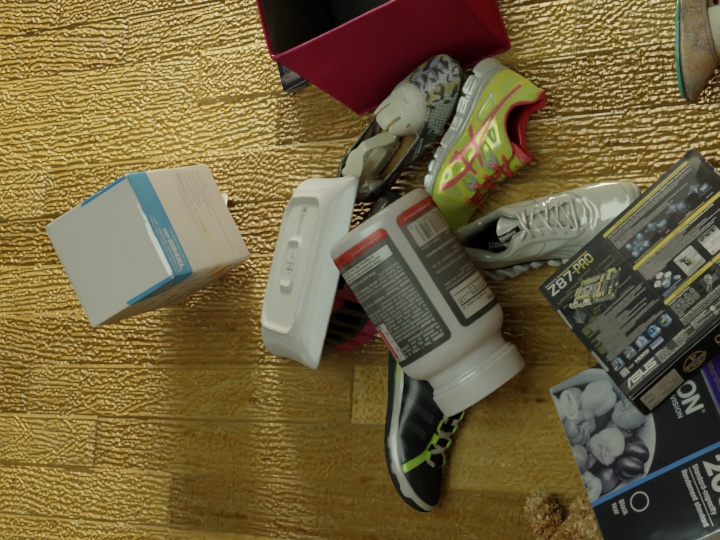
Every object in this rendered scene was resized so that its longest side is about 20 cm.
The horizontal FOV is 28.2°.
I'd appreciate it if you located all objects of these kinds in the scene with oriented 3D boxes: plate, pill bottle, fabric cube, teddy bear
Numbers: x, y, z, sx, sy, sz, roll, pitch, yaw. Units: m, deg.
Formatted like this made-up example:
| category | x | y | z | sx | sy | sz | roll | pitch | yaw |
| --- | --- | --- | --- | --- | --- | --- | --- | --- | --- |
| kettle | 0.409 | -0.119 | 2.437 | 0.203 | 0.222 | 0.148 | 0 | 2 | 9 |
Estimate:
| category | x | y | z | sx | sy | sz | roll | pitch | yaw |
| --- | --- | --- | --- | --- | --- | --- | --- | --- | --- |
| plate | -0.062 | -0.005 | 1.520 | 0.199 | 0.032 | 0.202 | -172 | 95 | -73 |
| pill bottle | 0.067 | 0.033 | 1.387 | 0.115 | 0.116 | 0.201 | -33 | 90 | 24 |
| fabric cube | 0.014 | -0.310 | 1.481 | 0.195 | 0.199 | 0.202 | -23 | 70 | 22 |
| teddy bear | 0.208 | 0.263 | 1.342 | 0.199 | 0.067 | 0.146 | -29 | 64 | 25 |

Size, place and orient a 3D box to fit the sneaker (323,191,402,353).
| category | x | y | z | sx | sy | sz | roll | pitch | yaw |
| --- | --- | --- | --- | --- | --- | --- | --- | --- | --- |
| sneaker | 0.000 | 0.000 | 1.533 | 0.201 | 0.078 | 0.096 | -54 | 29 | 22 |

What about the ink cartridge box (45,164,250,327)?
| category | x | y | z | sx | sy | sz | roll | pitch | yaw |
| --- | --- | --- | --- | --- | --- | --- | --- | --- | --- |
| ink cartridge box | -0.228 | -0.032 | 1.616 | 0.128 | 0.200 | 0.126 | -29 | 85 | 26 |

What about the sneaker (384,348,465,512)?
| category | x | y | z | sx | sy | sz | roll | pitch | yaw |
| --- | --- | --- | --- | --- | --- | --- | --- | --- | --- |
| sneaker | 0.074 | 0.141 | 1.450 | 0.082 | 0.071 | 0.203 | -9 | 77 | 29 |

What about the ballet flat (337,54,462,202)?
| category | x | y | z | sx | sy | sz | roll | pitch | yaw |
| --- | --- | --- | --- | --- | --- | --- | --- | --- | --- |
| ballet flat | 0.034 | -0.142 | 1.494 | 0.201 | 0.072 | 0.072 | -53 | 57 | 36 |

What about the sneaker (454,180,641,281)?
| category | x | y | z | sx | sy | sz | roll | pitch | yaw |
| --- | --- | --- | --- | --- | --- | --- | --- | --- | --- |
| sneaker | 0.181 | -0.040 | 1.407 | 0.198 | 0.081 | 0.076 | -19 | 70 | 28 |

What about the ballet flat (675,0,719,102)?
| category | x | y | z | sx | sy | sz | roll | pitch | yaw |
| --- | --- | --- | --- | --- | --- | --- | --- | --- | --- |
| ballet flat | 0.331 | -0.261 | 1.356 | 0.067 | 0.068 | 0.203 | -5 | 80 | 25 |

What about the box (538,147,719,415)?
| category | x | y | z | sx | sy | sz | roll | pitch | yaw |
| --- | --- | --- | --- | --- | --- | --- | --- | --- | --- |
| box | 0.283 | 0.008 | 1.309 | 0.200 | 0.049 | 0.162 | -43 | 51 | 6 |

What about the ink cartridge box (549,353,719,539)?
| category | x | y | z | sx | sy | sz | roll | pitch | yaw |
| --- | --- | --- | --- | --- | --- | --- | --- | --- | --- |
| ink cartridge box | 0.290 | 0.153 | 1.286 | 0.199 | 0.043 | 0.200 | -29 | 55 | 17 |

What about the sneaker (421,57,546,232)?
| category | x | y | z | sx | sy | sz | roll | pitch | yaw |
| --- | --- | --- | --- | --- | --- | --- | --- | --- | --- |
| sneaker | 0.127 | -0.111 | 1.458 | 0.090 | 0.078 | 0.202 | 23 | 97 | 25 |

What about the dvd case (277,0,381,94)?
| category | x | y | z | sx | sy | sz | roll | pitch | yaw |
| --- | --- | --- | --- | --- | --- | --- | --- | --- | --- |
| dvd case | -0.048 | -0.323 | 1.644 | 0.148 | 0.016 | 0.202 | -23 | 70 | 28 |
